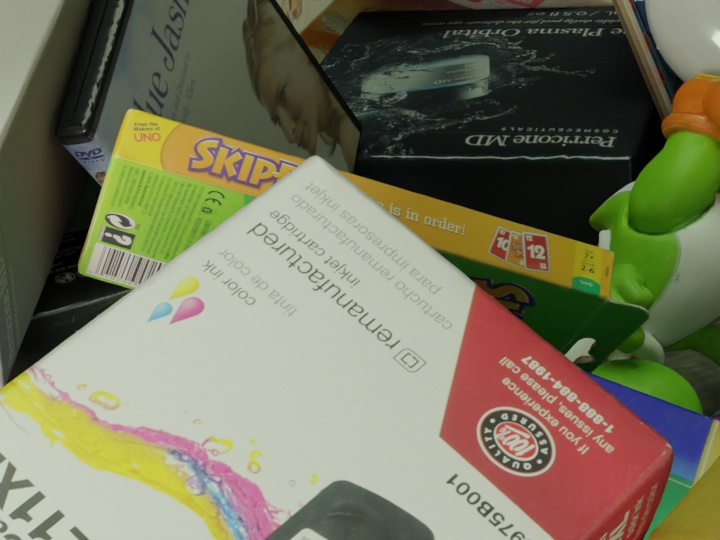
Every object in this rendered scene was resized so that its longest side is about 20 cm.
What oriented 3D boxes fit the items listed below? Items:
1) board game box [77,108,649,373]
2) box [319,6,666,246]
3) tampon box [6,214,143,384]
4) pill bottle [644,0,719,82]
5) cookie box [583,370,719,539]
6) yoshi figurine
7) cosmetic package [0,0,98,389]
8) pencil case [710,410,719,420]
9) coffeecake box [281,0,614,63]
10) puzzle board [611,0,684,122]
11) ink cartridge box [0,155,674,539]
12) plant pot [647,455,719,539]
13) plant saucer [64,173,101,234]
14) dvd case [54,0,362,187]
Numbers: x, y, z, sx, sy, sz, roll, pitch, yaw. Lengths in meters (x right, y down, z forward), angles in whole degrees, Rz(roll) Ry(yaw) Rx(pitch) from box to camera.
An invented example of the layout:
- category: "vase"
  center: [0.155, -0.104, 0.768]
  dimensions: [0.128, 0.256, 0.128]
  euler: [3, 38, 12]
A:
- category: "board game box"
  center: [0.000, 0.000, 0.642]
  dimensions: [0.200, 0.096, 0.030]
  euler: [18, 61, -8]
- category: "box"
  center: [0.070, -0.053, 0.924]
  dimensions: [0.197, 0.117, 0.200]
  euler: [1, 31, 18]
- category: "tampon box"
  center: [-0.163, 0.045, 0.769]
  dimensions: [0.126, 0.150, 0.200]
  euler: [-16, 29, -18]
- category: "pill bottle"
  center: [0.218, -0.125, 0.844]
  dimensions: [0.112, 0.112, 0.200]
  euler: [6, 2, 26]
- category: "cookie box"
  center: [0.008, 0.101, 0.572]
  dimensions: [0.200, 0.075, 0.171]
  euler: [20, 52, 9]
- category: "yoshi figurine"
  center: [0.135, 0.022, 0.731]
  dimensions: [0.112, 0.112, 0.200]
  euler: [32, 83, 7]
- category: "cosmetic package"
  center: [-0.149, -0.065, 0.656]
  dimensions: [0.090, 0.107, 0.200]
  euler: [8, 51, 2]
- category: "pencil case"
  center: [0.239, 0.071, 0.673]
  dimensions: [0.200, 0.085, 0.092]
  euler: [-14, 14, -10]
- category: "coffeecake box"
  center: [0.054, -0.175, 1.045]
  dimensions: [0.153, 0.073, 0.200]
  euler: [10, -14, -19]
- category: "puzzle board"
  center: [0.178, -0.104, 0.901]
  dimensions: [0.017, 0.200, 0.151]
  euler: [-15, 23, 27]
- category: "ink cartridge box"
  center: [-0.035, 0.084, 0.480]
  dimensions: [0.146, 0.083, 0.200]
  euler: [40, 60, 20]
- category: "plant pot"
  center: [0.198, 0.115, 0.504]
  dimensions: [0.176, 0.200, 0.200]
  euler: [2, 28, 40]
- category: "plant saucer"
  center: [-0.158, -0.069, 0.786]
  dimensions: [0.200, 0.036, 0.200]
  euler: [-4, 26, 2]
- category: "dvd case"
  center: [-0.055, -0.059, 0.729]
  dimensions: [0.018, 0.200, 0.143]
  euler: [-4, 58, 25]
